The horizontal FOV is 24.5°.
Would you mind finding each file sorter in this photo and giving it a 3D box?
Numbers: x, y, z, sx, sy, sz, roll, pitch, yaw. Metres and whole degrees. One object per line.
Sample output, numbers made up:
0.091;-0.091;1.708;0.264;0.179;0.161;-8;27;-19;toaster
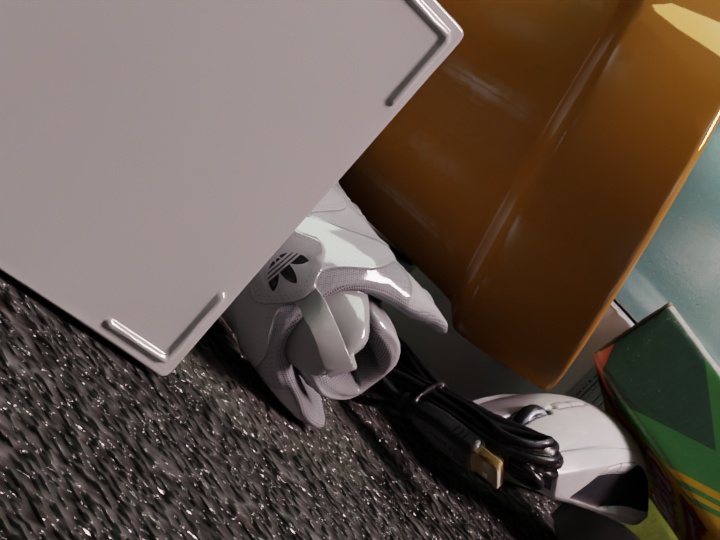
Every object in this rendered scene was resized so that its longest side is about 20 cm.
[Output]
-0.097;-0.095;0.476;0.200;0.139;0.125;39;5;-42;file sorter

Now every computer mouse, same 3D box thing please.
0.081;0.074;0.767;0.109;0.044;0.199;28;2;35;computer mouse

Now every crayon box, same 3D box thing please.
0.190;0.127;0.807;0.201;0.051;0.127;57;-3;28;crayon box

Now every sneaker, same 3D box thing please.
-0.025;0.000;0.650;0.115;0.075;0.200;54;3;9;sneaker

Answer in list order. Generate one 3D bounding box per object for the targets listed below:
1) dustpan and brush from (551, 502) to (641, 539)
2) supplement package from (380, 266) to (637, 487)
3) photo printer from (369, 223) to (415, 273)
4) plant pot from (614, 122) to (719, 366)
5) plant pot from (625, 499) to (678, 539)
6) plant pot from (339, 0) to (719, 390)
0.159;0.168;0.796;0.140;0.057;0.200;45;6;1;dustpan and brush
0.099;0.049;0.947;0.114;0.110;0.200;48;6;22;supplement package
-0.038;-0.078;1.050;0.200;0.069;0.166;49;7;24;photo printer
0.199;-0.033;1.000;0.200;0.134;0.200;46;7;-7;plant pot
0.271;0.162;0.999;0.200;0.184;0.200;43;6;-6;plant pot
0.059;-0.078;0.759;0.182;0.201;0.200;31;5;5;plant pot
